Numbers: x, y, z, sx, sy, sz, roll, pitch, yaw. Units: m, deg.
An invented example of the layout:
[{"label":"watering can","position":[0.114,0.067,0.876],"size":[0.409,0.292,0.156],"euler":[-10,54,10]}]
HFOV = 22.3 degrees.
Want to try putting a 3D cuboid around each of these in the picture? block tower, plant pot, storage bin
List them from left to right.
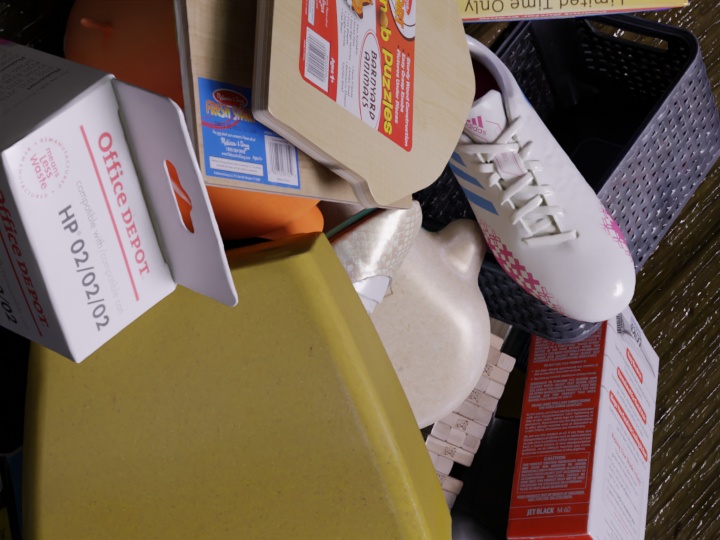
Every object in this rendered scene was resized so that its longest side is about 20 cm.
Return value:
[{"label":"plant pot","position":[-0.068,0.083,0.920],"size":[0.200,0.199,0.177],"euler":[-65,143,-84]},{"label":"block tower","position":[0.036,0.128,1.234],"size":[0.058,0.054,0.201],"euler":[26,85,-44]},{"label":"storage bin","position":[0.131,-0.068,1.196],"size":[0.200,0.135,0.094],"euler":[-52,140,-21]}]

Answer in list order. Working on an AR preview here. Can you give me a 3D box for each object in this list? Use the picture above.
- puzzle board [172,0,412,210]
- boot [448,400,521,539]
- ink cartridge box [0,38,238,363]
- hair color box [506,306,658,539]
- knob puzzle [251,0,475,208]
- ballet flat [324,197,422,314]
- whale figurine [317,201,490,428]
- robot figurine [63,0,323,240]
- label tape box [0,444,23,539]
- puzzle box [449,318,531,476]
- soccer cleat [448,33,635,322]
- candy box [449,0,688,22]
[{"label":"puzzle board","position":[-0.034,-0.110,0.906],"size":[0.200,0.017,0.152],"euler":[3,80,-60]},{"label":"boot","position":[0.124,0.177,1.311],"size":[0.200,0.077,0.139],"euler":[25,80,-54]},{"label":"ink cartridge box","position":[-0.156,-0.037,0.825],"size":[0.068,0.199,0.116],"euler":[-40,132,-32]},{"label":"hair color box","position":[0.156,0.119,1.264],"size":[0.111,0.064,0.201],"euler":[54,39,-46]},{"label":"knob puzzle","position":[0.000,-0.125,0.923],"size":[0.219,0.030,0.221],"euler":[25,61,-56]},{"label":"ballet flat","position":[-0.037,0.033,1.034],"size":[0.200,0.063,0.067],"euler":[-33,165,12]},{"label":"whale figurine","position":[0.000,0.000,1.117],"size":[0.158,0.104,0.201],"euler":[-22,106,2]},{"label":"robot figurine","position":[-0.078,-0.096,0.961],"size":[0.144,0.117,0.200],"euler":[-34,136,3]},{"label":"label tape box","position":[-0.236,0.170,0.931],"size":[0.200,0.066,0.144],"euler":[-31,128,-43]},{"label":"puzzle box","position":[0.096,0.132,1.332],"size":[0.133,0.025,0.201],"euler":[36,78,-50]},{"label":"soccer cleat","position":[0.087,-0.057,1.065],"size":[0.070,0.200,0.086],"euler":[-35,162,3]},{"label":"candy box","position":[0.090,-0.241,1.024],"size":[0.168,0.077,0.201],"euler":[-4,98,-5]}]
